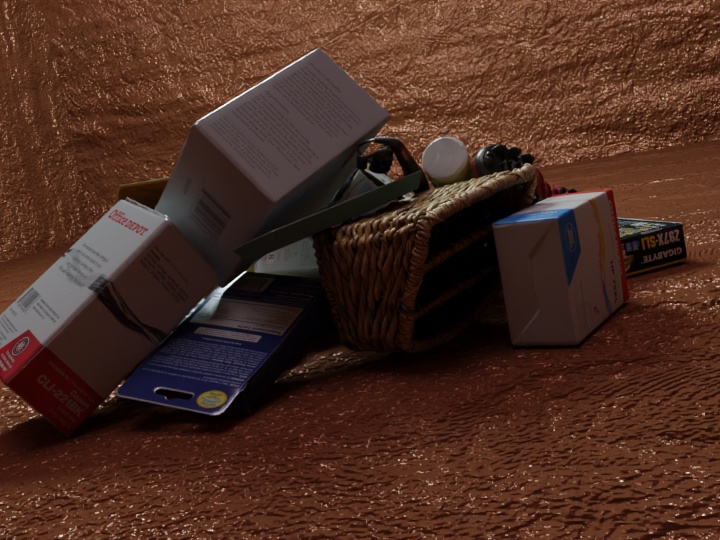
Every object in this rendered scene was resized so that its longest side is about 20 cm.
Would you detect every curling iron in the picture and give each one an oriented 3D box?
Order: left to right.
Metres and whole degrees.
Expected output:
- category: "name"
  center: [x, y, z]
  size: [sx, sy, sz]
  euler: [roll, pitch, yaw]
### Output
- category: "curling iron"
  center: [0.046, -0.101, 0.918]
  size: [0.049, 0.026, 0.200]
  euler: [-7, -12, 20]

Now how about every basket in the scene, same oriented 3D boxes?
- category: "basket"
  center: [0.080, -0.002, 0.835]
  size: [0.148, 0.144, 0.199]
  euler: [-9, 11, 42]

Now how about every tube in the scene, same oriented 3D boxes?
- category: "tube"
  center: [0.119, -0.084, 1.003]
  size: [0.051, 0.059, 0.200]
  euler: [5, -20, 21]

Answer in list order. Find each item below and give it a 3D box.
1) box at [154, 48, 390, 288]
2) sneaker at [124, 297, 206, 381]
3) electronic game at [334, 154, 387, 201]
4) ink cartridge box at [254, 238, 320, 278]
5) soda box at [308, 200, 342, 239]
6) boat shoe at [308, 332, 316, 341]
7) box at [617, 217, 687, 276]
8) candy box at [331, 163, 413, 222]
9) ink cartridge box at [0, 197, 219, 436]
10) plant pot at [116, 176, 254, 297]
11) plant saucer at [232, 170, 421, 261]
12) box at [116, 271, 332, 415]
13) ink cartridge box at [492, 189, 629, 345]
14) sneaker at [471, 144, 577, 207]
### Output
- category: "box"
  center: [-0.089, -0.105, 0.884]
  size: [0.200, 0.106, 0.152]
  euler: [-44, -5, -43]
- category: "sneaker"
  center: [-0.164, 0.051, 0.921]
  size: [0.198, 0.088, 0.076]
  euler: [-11, -29, -12]
- category: "electronic game"
  center: [-0.021, -0.065, 1.230]
  size: [0.041, 0.202, 0.199]
  euler: [23, 26, 30]
- category: "ink cartridge box"
  center: [0.000, 0.000, 1.038]
  size: [0.199, 0.058, 0.162]
  euler: [-9, -21, 35]
- category: "soda box"
  center: [-0.046, -0.047, 1.096]
  size: [0.070, 0.064, 0.199]
  euler: [-3, -17, 37]
- category: "boat shoe"
  center: [-0.094, 0.048, 1.038]
  size: [0.066, 0.058, 0.200]
  euler: [18, -6, -21]
- category: "box"
  center: [0.277, -0.026, 1.088]
  size: [0.158, 0.050, 0.200]
  euler: [-16, 10, -16]
- category: "candy box"
  center: [0.067, -0.048, 1.043]
  size: [0.199, 0.061, 0.136]
  euler: [34, 10, -3]
- category: "ink cartridge box"
  center: [-0.250, 0.036, 0.835]
  size: [0.200, 0.084, 0.144]
  euler: [-48, 32, -14]
- category: "plant pot"
  center: [-0.230, -0.027, 1.271]
  size: [0.175, 0.202, 0.199]
  euler: [-3, 3, -37]
- category: "plant saucer"
  center: [-0.025, -0.051, 0.826]
  size: [0.199, 0.019, 0.070]
  euler: [-27, 5, -40]
- category: "box"
  center: [-0.119, 0.070, 0.811]
  size: [0.120, 0.033, 0.200]
  euler: [6, 34, 28]
- category: "ink cartridge box"
  center: [0.205, -0.011, 0.850]
  size: [0.067, 0.117, 0.199]
  euler: [-5, 11, 34]
- category: "sneaker"
  center: [0.172, -0.072, 0.970]
  size: [0.097, 0.072, 0.200]
  euler: [-21, -31, 35]
